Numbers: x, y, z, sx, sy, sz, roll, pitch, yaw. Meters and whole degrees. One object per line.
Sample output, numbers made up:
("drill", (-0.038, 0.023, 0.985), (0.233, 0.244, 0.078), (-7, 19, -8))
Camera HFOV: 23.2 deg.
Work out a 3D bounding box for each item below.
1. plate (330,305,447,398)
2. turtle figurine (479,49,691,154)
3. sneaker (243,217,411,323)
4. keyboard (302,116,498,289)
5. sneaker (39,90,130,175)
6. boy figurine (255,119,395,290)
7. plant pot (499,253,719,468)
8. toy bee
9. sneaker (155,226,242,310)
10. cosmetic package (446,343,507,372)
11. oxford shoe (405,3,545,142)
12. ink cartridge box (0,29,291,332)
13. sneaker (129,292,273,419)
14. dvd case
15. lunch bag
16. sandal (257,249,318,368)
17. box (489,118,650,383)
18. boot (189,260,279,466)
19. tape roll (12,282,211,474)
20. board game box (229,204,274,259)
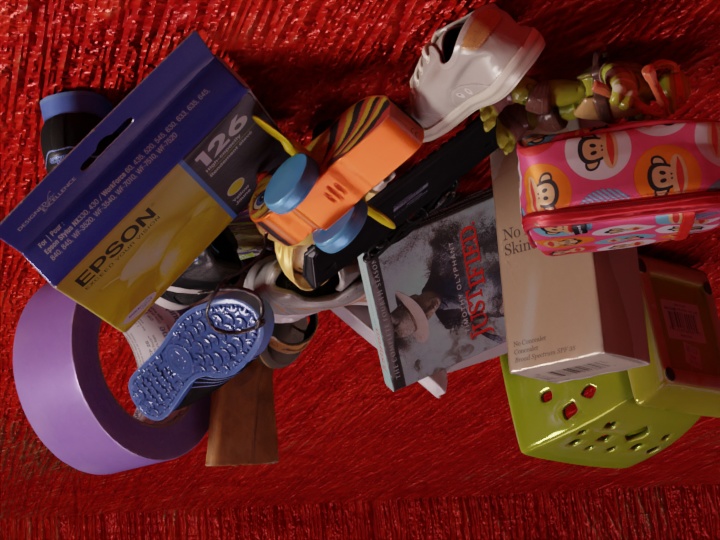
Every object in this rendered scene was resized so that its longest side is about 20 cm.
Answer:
("plate", (0.011, 0.047, 1.691), (0.032, 0.199, 0.200), (-49, 176, -4))
("turtle figurine", (0.170, -0.128, 1.274), (0.160, 0.065, 0.200), (-5, 174, 18))
("sneaker", (0.000, 0.000, 1.550), (0.199, 0.076, 0.092), (-18, 179, -14))
("keyboard", (0.034, -0.054, 1.392), (0.200, 0.021, 0.127), (-37, 163, -12))
("sneaker", (-0.183, -0.071, 1.346), (0.070, 0.078, 0.200), (-11, 163, 22))
("boy figurine", (-0.033, -0.050, 1.410), (0.124, 0.065, 0.200), (-20, 158, -29))
("plant pot", (0.275, 0.086, 1.862), (0.181, 0.200, 0.199), (-26, 154, 38))
("toy bee", (-0.046, -0.062, 1.276), (0.199, 0.109, 0.131), (-26, 121, 4))
("sneaker", (-0.186, -0.033, 1.488), (0.200, 0.073, 0.112), (22, 146, -40))
("cosmetic package", (0.118, 0.017, 1.677), (0.081, 0.113, 0.200), (-18, 167, -19))
("oxford shoe", (0.066, -0.140, 1.224), (0.058, 0.075, 0.200), (36, 163, -9))
("ink cartridge box", (-0.146, -0.057, 1.267), (0.198, 0.047, 0.200), (-45, 163, -1))
("sneaker", (-0.130, 0.064, 1.560), (0.200, 0.070, 0.078), (-35, -179, 44))
("dvd case", (0.098, 0.005, 1.514), (0.199, 0.147, 0.022), (-21, -150, -17))
("lunch bag", (0.202, -0.062, 1.254), (0.175, 0.082, 0.200), (-8, 175, 9))
("sandal", (-0.068, 0.041, 1.672), (0.054, 0.082, 0.200), (15, 156, 12))
("box", (0.168, -0.017, 1.419), (0.095, 0.201, 0.078), (-16, 161, 35))
("boot", (-0.143, 0.089, 1.705), (0.068, 0.201, 0.188), (0, 171, 30))
("tape roll", (-0.232, 0.092, 1.694), (0.085, 0.201, 0.200), (-17, 161, 37))
("board game box", (-0.080, -0.047, 1.562), (0.199, 0.032, 0.120), (-14, 158, 33))
